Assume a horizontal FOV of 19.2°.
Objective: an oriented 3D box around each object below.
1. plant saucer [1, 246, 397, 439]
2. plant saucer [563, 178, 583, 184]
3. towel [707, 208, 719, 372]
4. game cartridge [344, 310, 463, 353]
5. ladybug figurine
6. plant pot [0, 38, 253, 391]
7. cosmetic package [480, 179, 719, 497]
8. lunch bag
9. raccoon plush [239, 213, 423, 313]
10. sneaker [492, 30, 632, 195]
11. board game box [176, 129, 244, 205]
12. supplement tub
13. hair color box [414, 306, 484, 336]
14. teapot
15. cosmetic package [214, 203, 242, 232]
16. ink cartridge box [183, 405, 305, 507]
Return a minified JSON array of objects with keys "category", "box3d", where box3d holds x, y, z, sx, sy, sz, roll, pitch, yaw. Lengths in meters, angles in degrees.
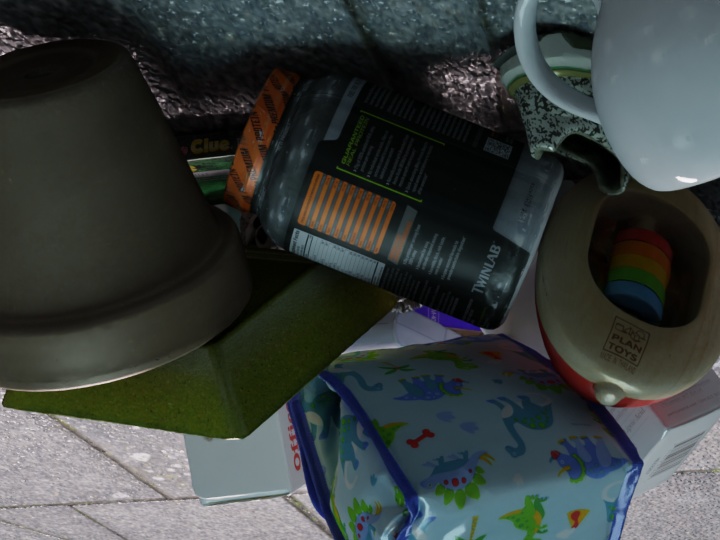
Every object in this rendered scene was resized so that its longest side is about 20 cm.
[{"category":"plant saucer","box3d":[-0.108,0.034,1.404,0.199,0.048,0.200,5,-153,32]},{"category":"plant saucer","box3d":[0.133,-0.023,1.637,0.199,0.037,0.200,-3,160,12]},{"category":"towel","box3d":[0.227,0.017,1.566,0.199,0.086,0.166,10,158,-24]},{"category":"game cartridge","box3d":[0.053,0.085,1.627,0.133,0.041,0.200,-10,147,41]},{"category":"ladybug figurine","box3d":[0.170,0.017,1.373,0.135,0.200,0.072,28,135,-3]},{"category":"plant pot","box3d":[-0.179,-0.047,1.339,0.199,0.175,0.200,-9,-156,4]},{"category":"cosmetic package","box3d":[0.156,0.048,1.459,0.074,0.200,0.102,-19,152,-36]},{"category":"lunch bag","box3d":[0.057,0.115,1.378,0.169,0.200,0.128,-5,128,-24]},{"category":"raccoon plush","box3d":[0.000,0.000,1.539,0.134,0.097,0.200,-6,151,35]},{"category":"sneaker","box3d":[0.168,-0.085,1.380,0.199,0.089,0.077,13,157,-34]},{"category":"board game box","box3d":[-0.063,-0.073,1.520,0.199,0.024,0.105,-5,162,13]},{"category":"supplement tub","box3d":[0.020,-0.051,1.377,0.199,0.123,0.123,23,160,2]},{"category":"hair color box","box3d":[0.110,0.039,1.667,0.199,0.065,0.109,6,161,-20]},{"category":"teapot","box3d":[0.198,-0.142,1.148,0.200,0.146,0.197,-28,-173,-3]},{"category":"cosmetic package","box3d":[-0.149,-0.005,1.637,0.199,0.052,0.151,-9,172,25]},{"category":"ink cartridge box","box3d":[-0.066,0.092,1.693,0.084,0.147,0.200,-9,-174,21]}]
